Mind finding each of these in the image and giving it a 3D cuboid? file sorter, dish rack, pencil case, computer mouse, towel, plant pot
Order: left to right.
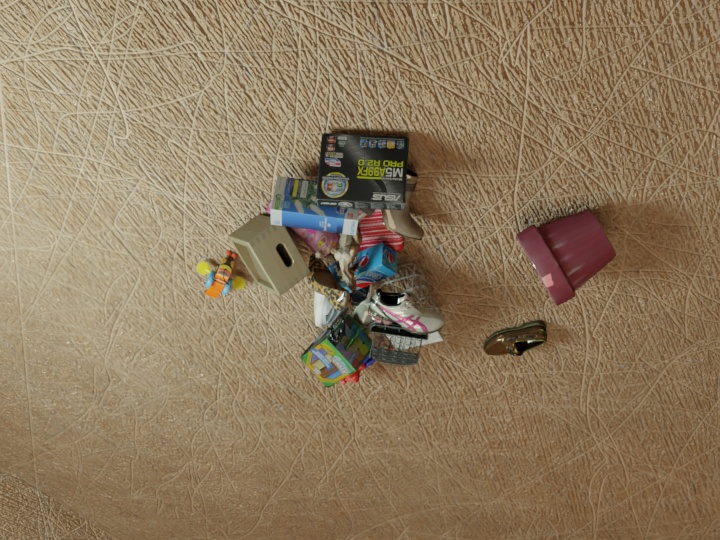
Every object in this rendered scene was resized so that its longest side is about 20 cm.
[{"bbox_3d":[-0.141,-0.121,1.674,0.087,0.088,0.200,-28,124,30],"label":"pencil case"},{"bbox_3d":[-0.030,0.100,1.822,0.058,0.202,0.034,27,171,-2],"label":"computer mouse"},{"bbox_3d":[0.028,-0.121,1.693,0.143,0.023,0.201,-4,133,10],"label":"towel"},{"bbox_3d":[0.096,0.199,1.800,0.152,0.055,0.201,9,135,2],"label":"dish rack"},{"bbox_3d":[0.123,0.095,1.818,0.137,0.125,0.201,-16,130,23],"label":"file sorter"},{"bbox_3d":[0.494,-0.044,1.602,0.178,0.201,0.200,-30,125,13],"label":"plant pot"}]

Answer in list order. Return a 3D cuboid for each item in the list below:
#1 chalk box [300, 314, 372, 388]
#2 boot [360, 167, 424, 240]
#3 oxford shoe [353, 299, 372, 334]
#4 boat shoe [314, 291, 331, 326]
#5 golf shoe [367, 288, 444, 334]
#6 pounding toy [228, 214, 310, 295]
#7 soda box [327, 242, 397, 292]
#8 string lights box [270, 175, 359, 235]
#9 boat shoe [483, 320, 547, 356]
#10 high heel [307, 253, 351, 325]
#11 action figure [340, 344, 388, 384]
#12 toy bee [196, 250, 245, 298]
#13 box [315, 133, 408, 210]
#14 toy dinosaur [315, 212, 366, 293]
[{"bbox_3d":[-0.051,0.220,1.895,0.124,0.125,0.200,48,137,-5],"label":"chalk box"},{"bbox_3d":[0.094,-0.169,1.585,0.198,0.071,0.147,25,125,-13],"label":"boot"},{"bbox_3d":[0.004,0.159,1.945,0.074,0.058,0.201,19,132,-9],"label":"oxford shoe"},{"bbox_3d":[-0.091,0.087,1.882,0.068,0.072,0.201,-3,133,-11],"label":"boat shoe"},{"bbox_3d":[0.119,0.102,1.687,0.198,0.073,0.093,13,133,-2],"label":"golf shoe"},{"bbox_3d":[-0.209,-0.037,1.699,0.184,0.142,0.201,18,141,60],"label":"pounding toy"},{"bbox_3d":[0.000,0.000,1.759,0.199,0.069,0.064,-23,141,36],"label":"soda box"},{"bbox_3d":[-0.100,-0.148,1.547,0.197,0.104,0.059,7,146,-2],"label":"string lights box"},{"bbox_3d":[0.437,0.207,1.926,0.199,0.068,0.072,-30,126,32],"label":"boat shoe"},{"bbox_3d":[-0.074,0.020,1.686,0.071,0.202,0.143,-8,155,-26],"label":"high heel"},{"bbox_3d":[0.009,0.266,2.053,0.065,0.099,0.200,39,105,-24],"label":"action figure"},{"bbox_3d":[-0.366,0.009,1.832,0.130,0.110,0.199,34,155,-34],"label":"toy bee"},{"bbox_3d":[0.006,-0.220,1.502,0.197,0.162,0.044,4,164,5],"label":"box"},{"bbox_3d":[-0.026,-0.059,1.667,0.085,0.202,0.135,20,173,28],"label":"toy dinosaur"}]
